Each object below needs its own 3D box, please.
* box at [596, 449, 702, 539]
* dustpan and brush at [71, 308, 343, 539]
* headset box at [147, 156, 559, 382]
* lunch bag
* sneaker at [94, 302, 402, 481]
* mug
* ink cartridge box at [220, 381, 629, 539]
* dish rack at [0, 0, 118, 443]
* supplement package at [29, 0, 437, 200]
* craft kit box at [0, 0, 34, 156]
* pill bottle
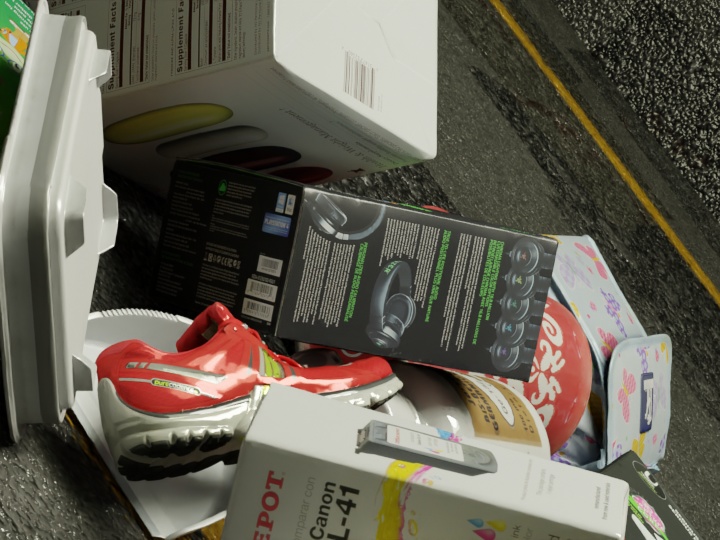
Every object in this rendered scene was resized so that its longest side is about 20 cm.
[{"bbox_3d":[0.136,0.215,1.749,0.125,0.148,0.200,52,16,8],"label":"box"},{"bbox_3d":[-0.077,0.072,1.590,0.140,0.057,0.200,56,26,15],"label":"dustpan and brush"},{"bbox_3d":[0.000,0.000,1.711,0.199,0.093,0.174,11,2,-31],"label":"headset box"},{"bbox_3d":[0.169,0.075,2.204,0.201,0.127,0.169,62,20,14],"label":"lunch bag"},{"bbox_3d":[-0.059,0.056,1.519,0.199,0.077,0.085,-5,70,-43],"label":"sneaker"},{"bbox_3d":[0.041,0.046,1.938,0.200,0.134,0.178,21,22,-52],"label":"mug"},{"bbox_3d":[0.025,0.161,1.432,0.199,0.149,0.086,14,18,2],"label":"ink cartridge box"},{"bbox_3d":[-0.156,-0.028,1.458,0.201,0.043,0.172,-88,179,-51],"label":"dish rack"},{"bbox_3d":[-0.082,-0.149,1.800,0.191,0.199,0.148,28,57,-51],"label":"supplement package"},{"bbox_3d":[-0.255,-0.147,1.485,0.200,0.048,0.198,44,21,-16],"label":"craft kit box"},{"bbox_3d":[0.030,0.115,1.744,0.115,0.114,0.200,57,20,22],"label":"pill bottle"}]
